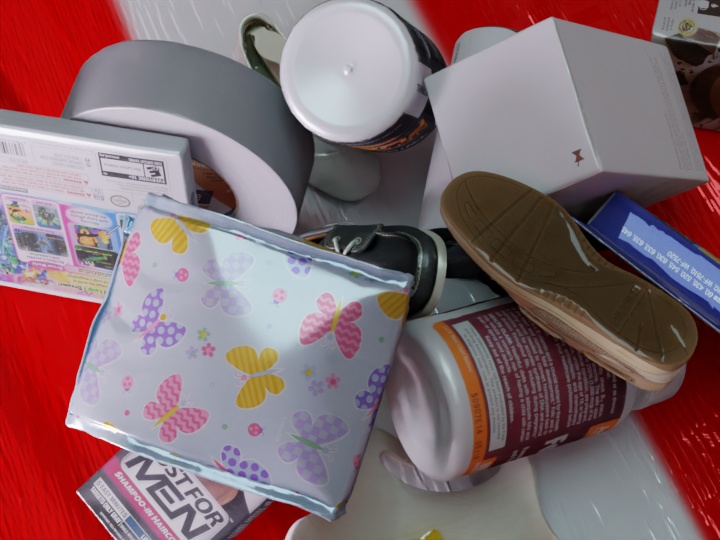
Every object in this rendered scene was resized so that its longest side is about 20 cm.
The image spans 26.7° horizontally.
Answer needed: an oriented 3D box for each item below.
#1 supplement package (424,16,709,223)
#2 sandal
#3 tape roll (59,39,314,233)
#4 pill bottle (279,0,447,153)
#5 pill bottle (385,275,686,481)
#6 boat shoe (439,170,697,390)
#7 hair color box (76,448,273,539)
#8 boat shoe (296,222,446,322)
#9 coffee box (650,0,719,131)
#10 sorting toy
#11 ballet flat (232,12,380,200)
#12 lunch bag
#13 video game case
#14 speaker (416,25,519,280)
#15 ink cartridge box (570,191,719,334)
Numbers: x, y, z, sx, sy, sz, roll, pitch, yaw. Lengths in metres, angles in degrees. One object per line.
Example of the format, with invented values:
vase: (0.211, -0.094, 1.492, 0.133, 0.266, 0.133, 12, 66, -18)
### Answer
supplement package: (0.158, -0.103, 1.134, 0.116, 0.199, 0.119, -21, 80, 32)
sandal: (0.137, -0.007, 1.135, 0.076, 0.199, 0.043, -9, 89, 42)
tape roll: (-0.136, -0.090, 1.182, 0.198, 0.201, 0.067, 9, 61, 11)
pill bottle: (0.012, -0.146, 1.179, 0.105, 0.200, 0.108, 0, 92, 13)
pill bottle: (0.127, 0.071, 1.094, 0.198, 0.115, 0.115, -13, 58, -23)
boat shoe: (0.132, 0.012, 1.027, 0.200, 0.065, 0.071, 40, 64, 14)
hair color box: (-0.095, 0.128, 1.093, 0.200, 0.061, 0.100, -43, 82, -1)
boat shoe: (0.000, 0.000, 1.131, 0.067, 0.199, 0.073, 6, 90, -28)
coffee box: (0.336, -0.169, 1.233, 0.198, 0.113, 0.080, 11, 61, 12)
sorting toy: (0.052, 0.188, 1.071, 0.198, 0.107, 0.181, 4, 48, 6)
ballet flat: (-0.052, -0.142, 1.282, 0.069, 0.070, 0.201, -30, 62, -12)
lunch bag: (-0.079, 0.054, 1.009, 0.198, 0.127, 0.171, 17, 84, 2)
video game case: (-0.218, -0.043, 1.175, 0.198, 0.183, 0.024, 9, 48, 11)
speaker: (0.098, -0.095, 1.232, 0.080, 0.081, 0.202, 7, 61, 9)
ink cartridge box: (0.260, 0.018, 1.089, 0.197, 0.200, 0.047, 40, 96, 23)
